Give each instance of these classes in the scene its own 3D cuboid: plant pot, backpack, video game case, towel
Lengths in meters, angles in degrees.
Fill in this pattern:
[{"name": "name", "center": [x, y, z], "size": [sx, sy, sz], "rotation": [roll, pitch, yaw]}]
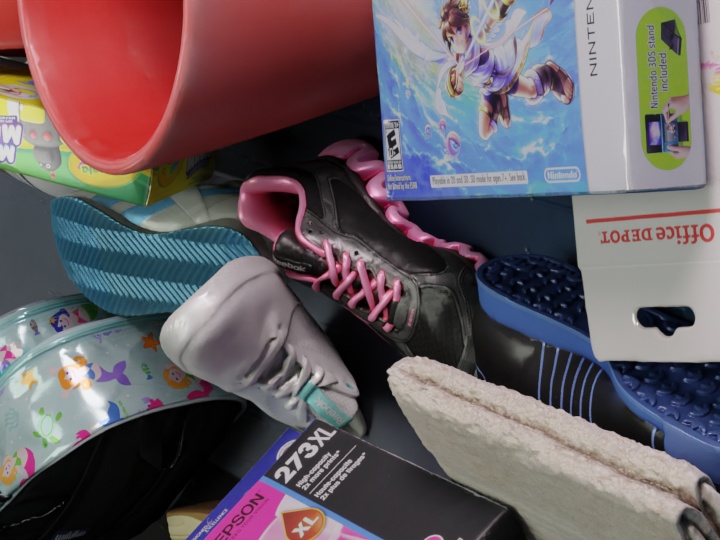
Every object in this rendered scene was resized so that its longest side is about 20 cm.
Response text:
[{"name": "plant pot", "center": [-0.067, -0.160, 1.061], "size": [0.200, 0.177, 0.201], "rotation": [17, 111, 54]}, {"name": "backpack", "center": [-0.178, 0.097, 1.277], "size": [0.200, 0.177, 0.151], "rotation": [-42, 66, 46]}, {"name": "video game case", "center": [0.071, -0.123, 0.871], "size": [0.200, 0.045, 0.182], "rotation": [1, 95, 60]}, {"name": "towel", "center": [0.106, 0.109, 0.914], "size": [0.200, 0.034, 0.133], "rotation": [22, 153, 45]}]

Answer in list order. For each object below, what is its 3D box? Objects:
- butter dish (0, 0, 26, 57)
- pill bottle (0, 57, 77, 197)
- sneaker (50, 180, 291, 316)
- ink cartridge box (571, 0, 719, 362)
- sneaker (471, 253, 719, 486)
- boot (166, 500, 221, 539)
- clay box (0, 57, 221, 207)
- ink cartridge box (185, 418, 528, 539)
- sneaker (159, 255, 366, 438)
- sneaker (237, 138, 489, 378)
[{"name": "butter dish", "center": [-0.195, -0.208, 1.242], "size": [0.148, 0.200, 0.200], "rotation": [128, 127, -60]}, {"name": "pill bottle", "center": [-0.206, -0.112, 1.332], "size": [0.200, 0.116, 0.116], "rotation": [23, 115, 51]}, {"name": "sneaker", "center": [-0.111, -0.018, 1.205], "size": [0.200, 0.081, 0.077], "rotation": [9, 118, 38]}, {"name": "ink cartridge box", "center": [0.151, -0.062, 0.858], "size": [0.117, 0.067, 0.200], "rotation": [-2, 93, 58]}, {"name": "sneaker", "center": [0.124, 0.063, 0.929], "size": [0.200, 0.070, 0.078], "rotation": [37, 137, 48]}, {"name": "boot", "center": [-0.056, 0.224, 1.208], "size": [0.200, 0.073, 0.156], "rotation": [-6, 90, 58]}, {"name": "clay box", "center": [-0.170, -0.084, 1.161], "size": [0.200, 0.115, 0.048], "rotation": [16, 105, 13]}, {"name": "ink cartridge box", "center": [-0.014, 0.134, 1.002], "size": [0.200, 0.095, 0.037], "rotation": [18, 148, 50]}, {"name": "sneaker", "center": [-0.041, 0.054, 1.090], "size": [0.075, 0.200, 0.088], "rotation": [-46, 69, 3]}, {"name": "sneaker", "center": [0.000, 0.000, 1.069], "size": [0.200, 0.095, 0.079], "rotation": [45, 128, 41]}]
